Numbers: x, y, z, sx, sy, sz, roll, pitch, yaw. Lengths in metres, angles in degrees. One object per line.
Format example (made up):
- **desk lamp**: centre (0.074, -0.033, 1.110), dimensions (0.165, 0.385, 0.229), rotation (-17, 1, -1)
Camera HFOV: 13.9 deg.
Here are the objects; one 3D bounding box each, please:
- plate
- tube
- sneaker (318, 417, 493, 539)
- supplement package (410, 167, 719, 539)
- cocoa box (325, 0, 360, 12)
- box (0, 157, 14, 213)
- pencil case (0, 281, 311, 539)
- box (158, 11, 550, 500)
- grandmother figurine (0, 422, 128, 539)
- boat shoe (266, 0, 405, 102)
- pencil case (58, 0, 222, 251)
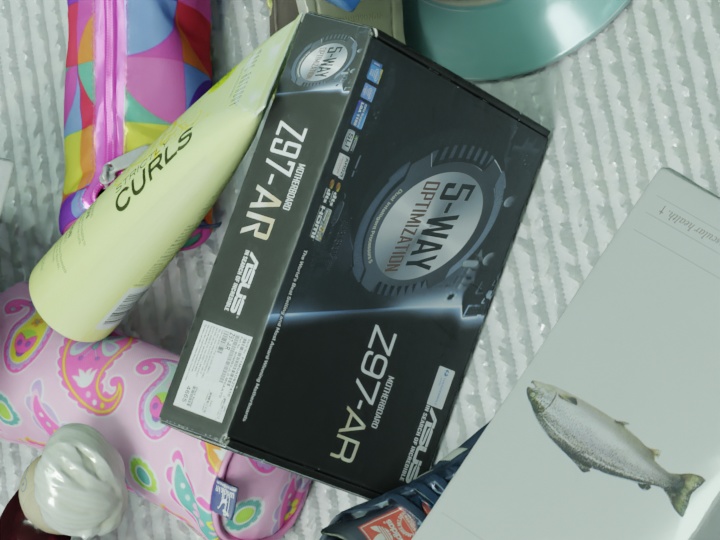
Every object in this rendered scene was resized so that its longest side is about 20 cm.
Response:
- **plate**: centre (0.069, -0.193, 1.476), dimensions (0.199, 0.026, 0.202), rotation (-10, 71, 30)
- **tube**: centre (-0.090, -0.042, 1.405), dimensions (0.200, 0.052, 0.058), rotation (-45, 58, 38)
- **sneaker**: centre (0.035, 0.120, 1.367), dimensions (0.200, 0.084, 0.075), rotation (-45, 57, 13)
- **supplement package**: centre (0.138, 0.080, 1.275), dimensions (0.117, 0.117, 0.201), rotation (31, 85, 34)
- **cocoa box**: centre (-0.060, -0.235, 1.418), dimensions (0.200, 0.133, 0.132), rotation (30, 82, 44)
- **box**: centre (-0.221, 0.020, 1.519), dimensions (0.036, 0.200, 0.145), rotation (15, 81, -10)
- **pencil case**: centre (-0.111, 0.075, 1.477), dimensions (0.199, 0.087, 0.088), rotation (24, 89, 34)
- **box**: centre (0.000, 0.000, 1.380), dimensions (0.043, 0.160, 0.201), rotation (17, 85, 37)
- **grandmother figurine**: centre (-0.173, 0.149, 1.458), dimensions (0.200, 0.060, 0.122), rotation (-54, 32, 38)
- **boat shoe**: centre (-0.010, -0.083, 1.472), dimensions (0.059, 0.071, 0.201), rotation (157, 107, -70)
- **pencil case**: centre (-0.116, -0.104, 1.534), dimensions (0.088, 0.088, 0.201), rotation (-13, 68, 29)
